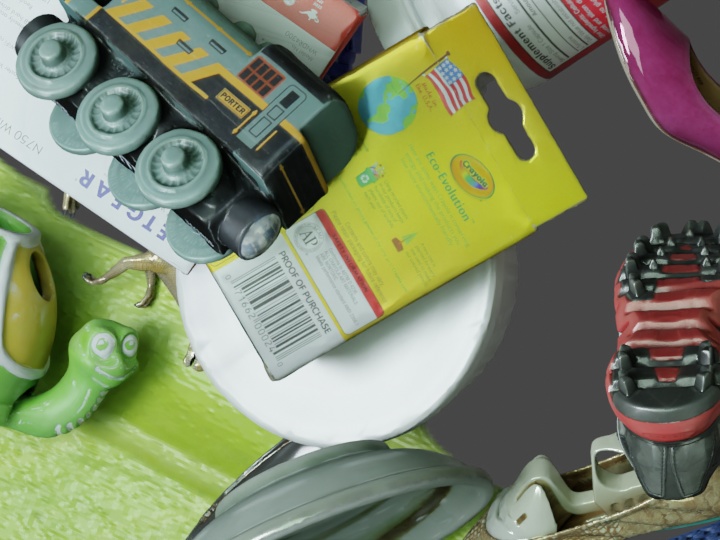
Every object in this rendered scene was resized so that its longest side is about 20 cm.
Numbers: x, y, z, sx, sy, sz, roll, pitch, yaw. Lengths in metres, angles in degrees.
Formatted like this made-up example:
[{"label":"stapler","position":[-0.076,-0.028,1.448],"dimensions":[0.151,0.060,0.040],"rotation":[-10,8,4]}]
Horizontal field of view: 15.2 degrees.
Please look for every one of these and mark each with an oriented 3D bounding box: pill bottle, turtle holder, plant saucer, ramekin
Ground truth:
[{"label":"pill bottle","position":[0.107,-0.175,1.519],"dimensions":[0.200,0.112,0.113],"rotation":[-33,77,18]},{"label":"turtle holder","position":[-0.242,0.030,1.634],"dimensions":[0.185,0.141,0.132],"rotation":[30,100,35]},{"label":"plant saucer","position":[-0.025,0.139,1.512],"dimensions":[0.200,0.200,0.050],"rotation":[-29,72,18]},{"label":"ramekin","position":[0.000,0.000,1.567],"dimensions":[0.202,0.094,0.203],"rotation":[0,89,22]}]

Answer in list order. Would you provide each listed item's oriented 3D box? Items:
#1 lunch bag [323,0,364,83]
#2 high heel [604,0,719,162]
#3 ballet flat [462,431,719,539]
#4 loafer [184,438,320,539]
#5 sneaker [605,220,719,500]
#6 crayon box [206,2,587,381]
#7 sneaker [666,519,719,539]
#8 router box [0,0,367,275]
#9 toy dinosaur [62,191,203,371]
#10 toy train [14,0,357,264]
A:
[{"label":"lunch bag","position":[-0.092,-0.199,1.591],"dimensions":[0.199,0.124,0.171],"rotation":[4,89,9]},{"label":"high heel","position":[0.216,-0.092,1.472],"dimensions":[0.096,0.067,0.200],"rotation":[-30,112,21]},{"label":"ballet flat","position":[0.130,0.125,1.523],"dimensions":[0.199,0.071,0.065],"rotation":[-22,120,13]},{"label":"loafer","position":[-0.072,0.172,1.603],"dimensions":[0.073,0.072,0.200],"rotation":[38,102,19]},{"label":"sneaker","position":[0.174,0.050,1.467],"dimensions":[0.071,0.201,0.098],"rotation":[-2,123,13]},{"label":"crayon box","position":[0.009,-0.044,1.465],"dimensions":[0.200,0.051,0.127],"rotation":[-29,96,9]},{"label":"sneaker","position":[0.156,0.199,1.513],"dimensions":[0.199,0.070,0.078],"rotation":[-20,94,26]},{"label":"router box","position":[-0.126,-0.127,1.513],"dimensions":[0.200,0.049,0.180],"rotation":[34,100,-1]},{"label":"toy dinosaur","position":[-0.123,-0.040,1.629],"dimensions":[0.101,0.058,0.201],"rotation":[3,116,23]},{"label":"toy train","position":[-0.094,-0.089,1.420],"dimensions":[0.114,0.085,0.200],"rotation":[-42,59,-11]}]
